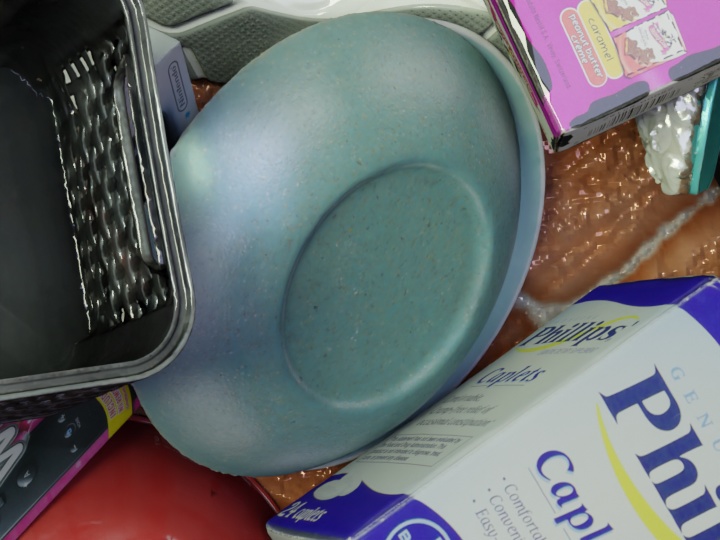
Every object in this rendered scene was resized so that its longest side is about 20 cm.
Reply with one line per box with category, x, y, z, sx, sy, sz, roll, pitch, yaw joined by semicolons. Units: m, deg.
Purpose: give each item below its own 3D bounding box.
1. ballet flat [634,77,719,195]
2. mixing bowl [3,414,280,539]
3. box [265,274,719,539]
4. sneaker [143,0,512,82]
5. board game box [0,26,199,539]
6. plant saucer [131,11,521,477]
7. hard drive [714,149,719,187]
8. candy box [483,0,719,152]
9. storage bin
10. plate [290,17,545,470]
ballet flat;0.139;-0.131;0.807;0.071;0.072;0.201;15;87;-10
mixing bowl;-0.108;0.164;0.775;0.199;0.108;0.202;0;92;-9
box;0.098;0.129;0.792;0.199;0.105;0.185;-34;97;-21
sneaker;-0.030;-0.127;0.809;0.199;0.071;0.081;4;61;-2
board game box;-0.138;0.017;0.713;0.064;0.148;0.200;26;58;29
plant saucer;0.000;0.000;0.752;0.200;0.039;0.202;-21;126;-32
hard drive;0.183;-0.151;0.855;0.139;0.033;0.201;-28;96;-8
candy box;0.137;-0.150;0.737;0.199;0.061;0.137;-24;85;2
storage bin;-0.164;-0.017;0.570;0.199;0.094;0.136;-7;82;-30
plate;-0.004;-0.011;0.788;0.199;0.026;0.201;-20;124;-33
